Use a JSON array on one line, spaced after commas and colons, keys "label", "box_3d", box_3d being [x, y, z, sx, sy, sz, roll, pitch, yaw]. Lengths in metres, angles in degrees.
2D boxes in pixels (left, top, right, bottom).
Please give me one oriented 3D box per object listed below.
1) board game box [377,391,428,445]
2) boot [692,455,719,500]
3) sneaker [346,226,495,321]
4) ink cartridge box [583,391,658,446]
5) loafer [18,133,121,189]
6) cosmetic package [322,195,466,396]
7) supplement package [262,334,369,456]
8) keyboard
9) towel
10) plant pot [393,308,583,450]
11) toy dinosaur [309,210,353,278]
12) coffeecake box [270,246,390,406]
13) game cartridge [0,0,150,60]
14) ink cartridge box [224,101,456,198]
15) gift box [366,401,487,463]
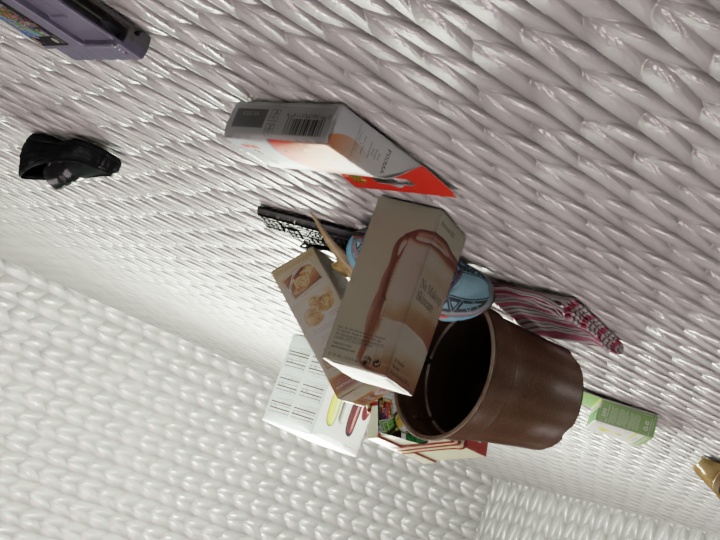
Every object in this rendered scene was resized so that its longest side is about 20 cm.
[{"label": "board game box", "box_3d": [0.074, 0.195, 2.212, 0.104, 0.202, 0.023, 9, -164, 38]}, {"label": "boot", "box_3d": [0.688, 0.399, 2.411, 0.075, 0.074, 0.200, 35, 176, 39]}, {"label": "sneaker", "box_3d": [0.077, 0.004, 1.585, 0.199, 0.080, 0.096, 21, 167, -3]}, {"label": "ink cartridge box", "box_3d": [0.407, 0.247, 2.214, 0.199, 0.048, 0.146, 17, 169, 6]}, {"label": "loafer", "box_3d": [-0.404, -0.144, 1.762, 0.200, 0.071, 0.068, 10, 165, 41]}, {"label": "cosmetic package", "box_3d": [0.041, 0.030, 1.463, 0.087, 0.201, 0.103, 13, 168, 27]}, {"label": "supplement package", "box_3d": [-0.078, 0.276, 2.801, 0.146, 0.201, 0.191, 12, 166, 37]}, {"label": "keyboard", "box_3d": [-0.042, -0.040, 1.739, 0.199, 0.021, 0.127, 16, 168, 25]}, {"label": "towel", "box_3d": [0.251, 0.067, 1.694, 0.146, 0.030, 0.200, 13, 167, 36]}, {"label": "plant pot", "box_3d": [0.182, 0.149, 1.714, 0.197, 0.202, 0.200, 19, 171, -33]}, {"label": "toy dinosaur", "box_3d": [0.000, 0.000, 1.675, 0.101, 0.059, 0.200, 12, 159, 34]}, {"label": "coffeecake box", "box_3d": [-0.030, 0.082, 1.768, 0.201, 0.073, 0.153, 61, -173, 15]}, {"label": "game cartridge", "box_3d": [-0.308, -0.254, 1.190, 0.129, 0.039, 0.200, 3, 160, 44]}, {"label": "ink cartridge box", "box_3d": [-0.021, -0.108, 1.315, 0.162, 0.050, 0.200, 9, 161, 45]}, {"label": "gift box", "box_3d": [0.131, 0.242, 2.351, 0.186, 0.201, 0.184, -14, 143, 43]}]
